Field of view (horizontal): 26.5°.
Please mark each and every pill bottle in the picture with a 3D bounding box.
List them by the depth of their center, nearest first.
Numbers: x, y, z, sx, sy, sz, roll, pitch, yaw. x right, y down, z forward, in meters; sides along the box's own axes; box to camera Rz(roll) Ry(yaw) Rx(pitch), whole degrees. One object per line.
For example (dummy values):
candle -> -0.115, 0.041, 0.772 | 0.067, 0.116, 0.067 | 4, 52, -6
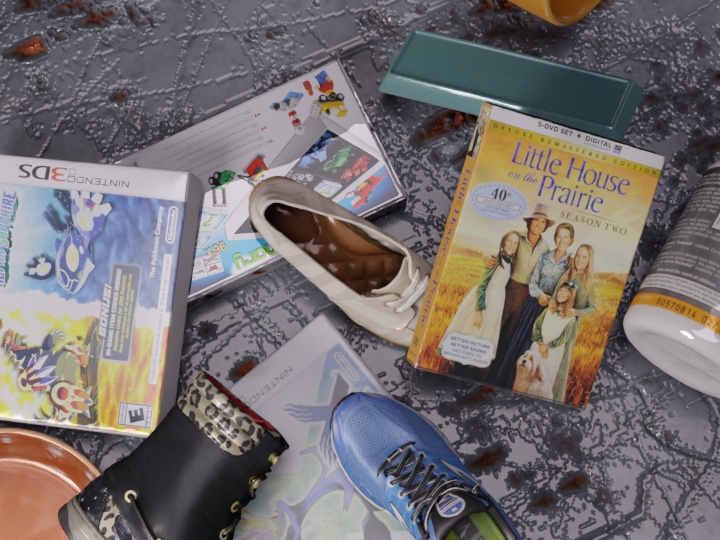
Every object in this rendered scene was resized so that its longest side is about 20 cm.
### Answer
pill bottle -> 0.291, -0.013, 1.153 | 0.116, 0.116, 0.201 | 31, 78, 6

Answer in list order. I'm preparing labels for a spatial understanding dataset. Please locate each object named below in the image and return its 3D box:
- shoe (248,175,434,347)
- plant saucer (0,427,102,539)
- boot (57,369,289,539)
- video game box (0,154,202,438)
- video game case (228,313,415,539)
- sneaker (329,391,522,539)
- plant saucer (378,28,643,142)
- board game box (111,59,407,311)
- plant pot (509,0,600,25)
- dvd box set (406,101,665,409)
shoe -> 0.000, 0.000, 1.155 | 0.199, 0.053, 0.070 | 33, 89, -11
plant saucer -> -0.266, 0.218, 1.130 | 0.198, 0.032, 0.203 | 0, 76, -1
boot -> -0.095, 0.188, 1.088 | 0.203, 0.073, 0.154 | 42, 88, -2
video game box -> -0.221, 0.017, 1.152 | 0.180, 0.047, 0.203 | 5, 83, 10
video game case -> -0.035, 0.165, 1.152 | 0.182, 0.022, 0.200 | -39, 80, -9
sneaker -> 0.057, 0.161, 1.097 | 0.079, 0.089, 0.200 | -43, 80, -12
plant saucer -> 0.116, -0.145, 1.194 | 0.198, 0.019, 0.070 | 17, 53, 17
board game box -> -0.079, -0.067, 1.200 | 0.198, 0.035, 0.127 | -25, 79, -7
plant pot -> 0.120, -0.321, 1.197 | 0.182, 0.200, 0.201 | 29, 77, 21
dvd box set -> 0.130, -0.009, 1.137 | 0.145, 0.029, 0.202 | 15, 98, -15
